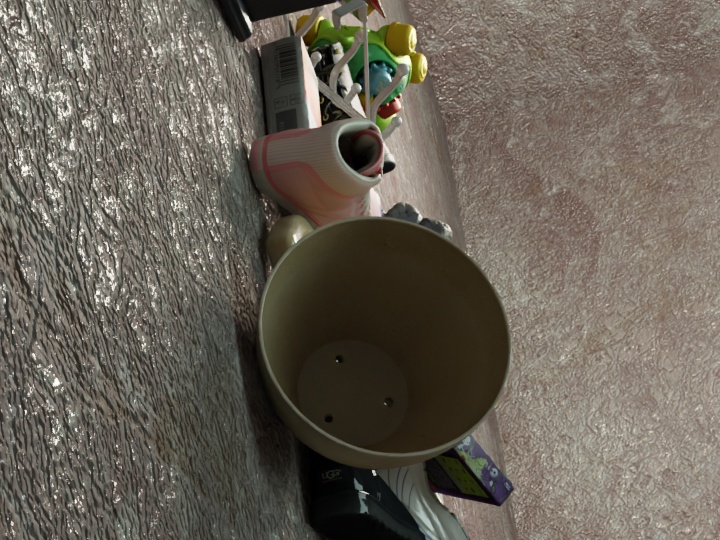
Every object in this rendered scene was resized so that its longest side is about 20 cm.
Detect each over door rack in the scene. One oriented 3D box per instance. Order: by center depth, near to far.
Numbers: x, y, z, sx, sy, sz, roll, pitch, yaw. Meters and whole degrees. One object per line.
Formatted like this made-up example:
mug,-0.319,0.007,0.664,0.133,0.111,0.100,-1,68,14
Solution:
over door rack,-0.024,-0.239,1.670,0.148,0.067,0.200,41,-17,32

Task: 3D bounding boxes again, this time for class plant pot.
plant pot,0.005,0.075,1.328,0.135,0.200,0.201,118,-34,-61

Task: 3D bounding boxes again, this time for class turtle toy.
turtle toy,0.000,-0.223,1.969,0.200,0.145,0.101,58,42,-66

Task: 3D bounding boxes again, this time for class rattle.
rattle,-0.005,-0.003,1.501,0.130,0.143,0.200,59,11,11

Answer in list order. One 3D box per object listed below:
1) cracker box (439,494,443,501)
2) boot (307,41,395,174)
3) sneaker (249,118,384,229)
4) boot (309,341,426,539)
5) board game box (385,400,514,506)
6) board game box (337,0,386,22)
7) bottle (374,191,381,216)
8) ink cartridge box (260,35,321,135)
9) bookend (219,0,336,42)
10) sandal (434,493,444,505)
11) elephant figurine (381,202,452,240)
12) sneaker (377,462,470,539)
cracker box,0.052,0.221,1.825,0.134,0.058,0.200,65,14,-59
boot,-0.025,-0.170,1.802,0.204,0.073,0.154,-171,-115,-80
sneaker,-0.008,-0.081,1.518,0.200,0.104,0.076,29,52,-57
boot,0.001,0.162,1.461,0.200,0.076,0.169,52,29,-59
board game box,0.048,0.137,1.546,0.200,0.032,0.120,51,-27,-21
board game box,-0.056,-0.324,1.667,0.200,0.030,0.096,40,-5,19
bottle,0.000,0.000,1.721,0.084,0.065,0.200,94,-4,-49
ink cartridge box,-0.048,-0.111,1.681,0.200,0.050,0.163,63,16,-51
bookend,-0.042,-0.338,1.530,0.092,0.198,0.201,66,14,-66
sandal,0.039,0.190,1.674,0.201,0.080,0.057,-108,-154,-45
elephant figurine,0.042,0.029,1.873,0.200,0.141,0.155,93,21,-53
sneaker,0.025,0.213,1.549,0.200,0.087,0.074,57,-24,-5
